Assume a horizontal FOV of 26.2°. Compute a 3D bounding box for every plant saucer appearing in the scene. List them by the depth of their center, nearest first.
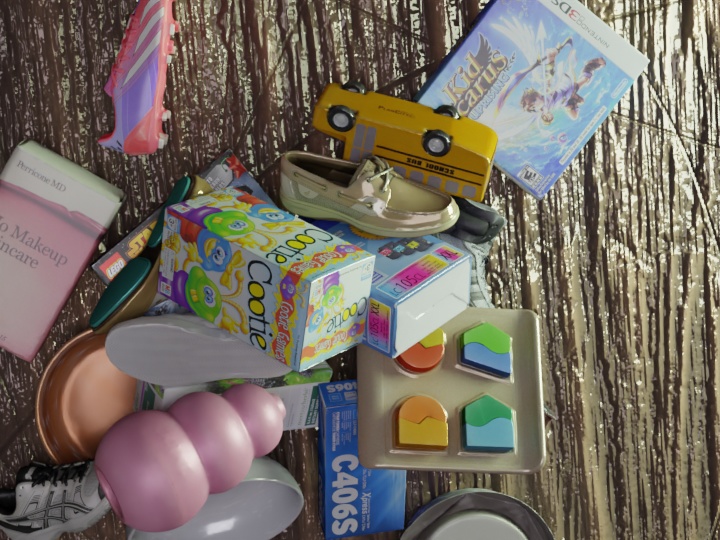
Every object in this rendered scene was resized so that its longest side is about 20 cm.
[{"bbox_3d":[-0.264,0.153,1.739,0.200,0.037,0.201,-1,99,-5],"label":"plant saucer"}]

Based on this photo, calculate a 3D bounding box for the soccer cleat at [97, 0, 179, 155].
[{"bbox_3d":[-0.240,-0.224,1.669,0.076,0.067,0.201,5,101,-2],"label":"soccer cleat"}]

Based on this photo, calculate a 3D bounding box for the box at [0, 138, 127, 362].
[{"bbox_3d":[-0.356,-0.024,1.664,0.128,0.109,0.200,29,96,-9],"label":"box"}]

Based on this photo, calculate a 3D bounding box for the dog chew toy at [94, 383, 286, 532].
[{"bbox_3d":[-0.167,0.181,1.574,0.200,0.124,0.125,-26,101,-20],"label":"dog chew toy"}]

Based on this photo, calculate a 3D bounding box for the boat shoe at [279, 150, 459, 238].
[{"bbox_3d":[0.008,-0.086,1.657,0.199,0.072,0.065,11,128,14],"label":"boat shoe"}]

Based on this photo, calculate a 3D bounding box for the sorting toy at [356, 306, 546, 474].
[{"bbox_3d":[0.097,0.123,1.652,0.199,0.036,0.186,2,69,-7],"label":"sorting toy"}]

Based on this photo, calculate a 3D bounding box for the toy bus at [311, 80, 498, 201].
[{"bbox_3d":[0.047,-0.143,1.689,0.199,0.065,0.078,15,128,6],"label":"toy bus"}]

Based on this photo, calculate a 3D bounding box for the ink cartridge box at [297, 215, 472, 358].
[{"bbox_3d":[0.000,0.000,1.657,0.136,0.200,0.077,-31,135,-41],"label":"ink cartridge box"}]

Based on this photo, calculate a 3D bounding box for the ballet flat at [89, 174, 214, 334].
[{"bbox_3d":[-0.209,-0.006,1.640,0.063,0.069,0.200,36,83,-27],"label":"ballet flat"}]

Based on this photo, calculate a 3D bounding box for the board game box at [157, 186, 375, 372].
[{"bbox_3d":[-0.098,0.004,1.576,0.200,0.105,0.103,27,121,31],"label":"board game box"}]

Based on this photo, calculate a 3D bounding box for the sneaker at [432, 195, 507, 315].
[{"bbox_3d":[0.130,-0.007,1.733,0.114,0.075,0.200,-37,98,3],"label":"sneaker"}]

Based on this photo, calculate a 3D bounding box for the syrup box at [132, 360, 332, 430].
[{"bbox_3d":[-0.140,0.129,1.682,0.200,0.081,0.079,-5,123,-29],"label":"syrup box"}]

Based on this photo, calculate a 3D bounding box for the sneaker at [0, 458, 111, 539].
[{"bbox_3d":[-0.332,0.242,1.691,0.200,0.076,0.088,-35,109,28],"label":"sneaker"}]

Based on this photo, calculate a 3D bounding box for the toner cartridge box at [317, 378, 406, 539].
[{"bbox_3d":[0.002,0.210,1.727,0.095,0.043,0.200,-8,126,-11],"label":"toner cartridge box"}]

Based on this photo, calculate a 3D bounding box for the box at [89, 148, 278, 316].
[{"bbox_3d":[-0.178,-0.019,1.700,0.200,0.040,0.137,-41,101,-10],"label":"box"}]

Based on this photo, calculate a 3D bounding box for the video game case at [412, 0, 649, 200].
[{"bbox_3d":[0.190,-0.212,1.723,0.181,0.045,0.200,37,94,-9],"label":"video game case"}]

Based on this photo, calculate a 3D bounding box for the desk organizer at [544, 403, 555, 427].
[{"bbox_3d":[0.113,0.143,1.760,0.200,0.072,0.077,29,97,-9],"label":"desk organizer"}]

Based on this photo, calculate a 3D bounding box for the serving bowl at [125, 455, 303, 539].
[{"bbox_3d":[-0.167,0.254,1.711,0.200,0.200,0.066,-19,60,-3],"label":"serving bowl"}]

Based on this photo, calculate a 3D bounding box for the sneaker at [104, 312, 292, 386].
[{"bbox_3d":[-0.170,0.064,1.633,0.199,0.116,0.074,4,116,-13],"label":"sneaker"}]

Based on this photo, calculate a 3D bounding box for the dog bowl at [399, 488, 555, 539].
[{"bbox_3d":[0.131,0.345,1.800,0.199,0.059,0.201,-1,99,-6],"label":"dog bowl"}]
